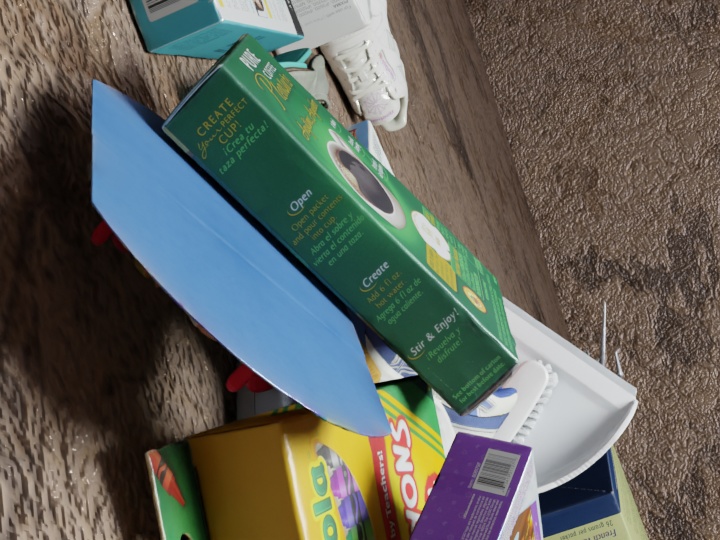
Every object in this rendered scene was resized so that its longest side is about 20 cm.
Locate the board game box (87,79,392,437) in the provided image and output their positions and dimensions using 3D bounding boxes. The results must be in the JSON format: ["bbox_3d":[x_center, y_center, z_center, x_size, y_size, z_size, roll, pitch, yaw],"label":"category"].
[{"bbox_3d":[-0.064,0.005,0.509,0.158,0.039,0.201,41,13,-27],"label":"board game box"}]

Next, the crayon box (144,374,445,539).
[{"bbox_3d":[-0.012,0.122,0.539,0.199,0.050,0.129,-7,85,-66],"label":"crayon box"}]

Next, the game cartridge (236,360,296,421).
[{"bbox_3d":[-0.015,0.122,0.672,0.134,0.040,0.201,-101,165,-48],"label":"game cartridge"}]

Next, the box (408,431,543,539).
[{"bbox_3d":[0.030,0.188,0.501,0.201,0.039,0.138,-59,148,-41],"label":"box"}]

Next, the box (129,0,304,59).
[{"bbox_3d":[-0.092,-0.180,0.761,0.200,0.049,0.083,-36,107,-77],"label":"box"}]

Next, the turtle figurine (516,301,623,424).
[{"bbox_3d":[0.126,0.113,0.921,0.150,0.099,0.203,15,91,-88],"label":"turtle figurine"}]

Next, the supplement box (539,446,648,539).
[{"bbox_3d":[0.199,0.275,1.121,0.200,0.133,0.202,-57,126,-74],"label":"supplement box"}]

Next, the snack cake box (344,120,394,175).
[{"bbox_3d":[0.000,0.000,0.844,0.201,0.066,0.116,-91,160,-54],"label":"snack cake box"}]

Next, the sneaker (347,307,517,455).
[{"bbox_3d":[0.023,0.039,0.720,0.075,0.088,0.201,27,-23,51],"label":"sneaker"}]

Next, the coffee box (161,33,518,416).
[{"bbox_3d":[-0.006,-0.029,0.611,0.200,0.044,0.123,44,14,-13],"label":"coffee box"}]

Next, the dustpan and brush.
[{"bbox_3d":[0.082,0.122,0.817,0.139,0.201,0.057,34,-7,13],"label":"dustpan and brush"}]

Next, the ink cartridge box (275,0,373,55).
[{"bbox_3d":[-0.069,-0.290,0.947,0.146,0.083,0.201,-95,161,-47],"label":"ink cartridge box"}]

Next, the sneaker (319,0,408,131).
[{"bbox_3d":[0.009,-0.201,1.164,0.200,0.074,0.101,41,30,-66],"label":"sneaker"}]

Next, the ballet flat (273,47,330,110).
[{"bbox_3d":[-0.053,-0.106,0.787,0.200,0.067,0.065,-58,135,-74],"label":"ballet flat"}]
